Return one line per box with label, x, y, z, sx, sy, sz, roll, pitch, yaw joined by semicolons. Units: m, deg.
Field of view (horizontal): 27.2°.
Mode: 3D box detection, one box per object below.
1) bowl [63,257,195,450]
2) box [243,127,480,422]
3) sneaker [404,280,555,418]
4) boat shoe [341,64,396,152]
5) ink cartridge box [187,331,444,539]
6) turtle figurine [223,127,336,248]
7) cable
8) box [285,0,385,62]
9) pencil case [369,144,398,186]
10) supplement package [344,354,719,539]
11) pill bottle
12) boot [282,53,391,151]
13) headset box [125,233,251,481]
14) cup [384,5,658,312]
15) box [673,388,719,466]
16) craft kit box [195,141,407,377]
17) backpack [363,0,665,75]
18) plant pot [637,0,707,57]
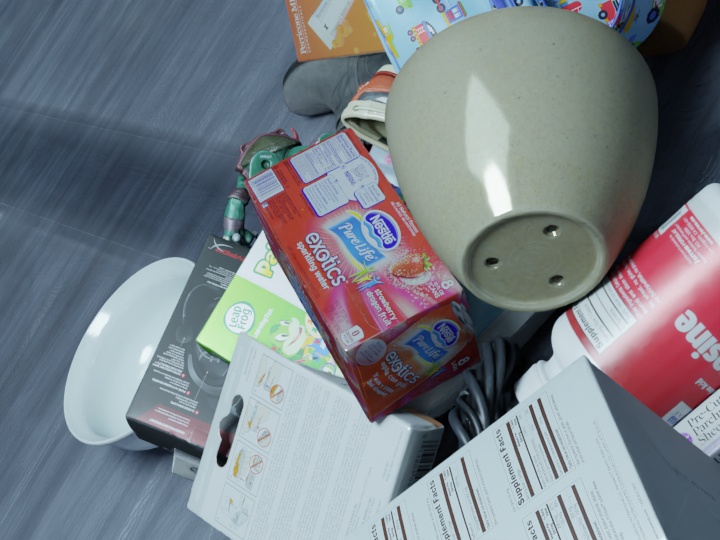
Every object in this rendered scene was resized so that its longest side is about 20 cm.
bowl;-0.189;0.095;1.441;0.200;0.090;0.203;-29;43;30
box;0.000;0.000;1.131;0.099;0.096;0.201;-28;50;-7
sneaker;0.093;0.031;1.171;0.200;0.074;0.082;-44;71;-3
boat shoe;0.077;-0.099;1.247;0.063;0.199;0.071;-48;-15;-32
ink cartridge box;-0.040;0.159;1.176;0.199;0.050;0.164;26;103;41
turtle figurine;-0.076;-0.080;1.384;0.149;0.101;0.200;-36;3;-14
cable;0.083;0.127;1.065;0.050;0.164;0.201;6;46;13
box;0.032;-0.258;1.286;0.199;0.126;0.097;0;17;45
pencil case;0.069;-0.134;1.346;0.082;0.091;0.202;11;69;37
supplement package;0.133;0.199;0.905;0.200;0.191;0.148;-39;38;19
pill bottle;0.205;0.046;1.021;0.200;0.112;0.113;-43;37;14
boot;-0.017;-0.156;1.482;0.199;0.069;0.133;-16;54;46
headset box;-0.102;0.091;1.294;0.147;0.077;0.202;19;72;8
cup;0.115;-0.058;1.033;0.199;0.200;0.144;-29;40;29
box;0.285;0.069;0.972;0.200;0.039;0.042;-43;37;14
craft kit box;-0.003;0.026;1.235;0.196;0.049;0.201;28;81;17
backpack;0.119;-0.212;1.102;0.198;0.184;0.134;-20;7;24
plant pot;0.213;-0.263;1.220;0.199;0.199;0.142;3;78;49
